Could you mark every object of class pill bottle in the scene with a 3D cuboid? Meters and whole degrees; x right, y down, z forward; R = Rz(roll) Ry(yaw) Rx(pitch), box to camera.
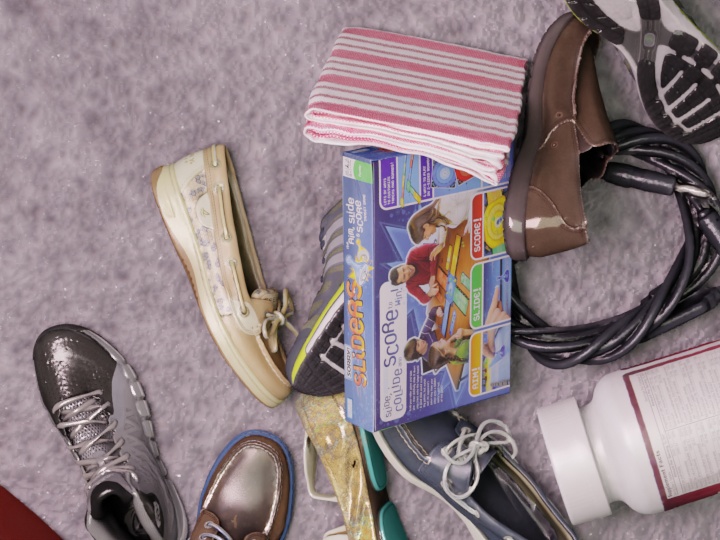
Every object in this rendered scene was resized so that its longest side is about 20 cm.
[{"bbox_3d":[0.238,0.115,1.671,0.199,0.110,0.110,-18,94,5],"label":"pill bottle"}]

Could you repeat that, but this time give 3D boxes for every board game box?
[{"bbox_3d":[0.049,0.004,1.632,0.135,0.034,0.201,-13,110,-37],"label":"board game box"}]

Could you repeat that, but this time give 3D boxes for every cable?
[{"bbox_3d":[0.175,-0.018,1.693,0.199,0.051,0.164,-25,93,6],"label":"cable"}]

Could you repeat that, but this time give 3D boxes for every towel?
[{"bbox_3d":[0.042,-0.123,1.625,0.146,0.200,0.030,12,116,3],"label":"towel"}]

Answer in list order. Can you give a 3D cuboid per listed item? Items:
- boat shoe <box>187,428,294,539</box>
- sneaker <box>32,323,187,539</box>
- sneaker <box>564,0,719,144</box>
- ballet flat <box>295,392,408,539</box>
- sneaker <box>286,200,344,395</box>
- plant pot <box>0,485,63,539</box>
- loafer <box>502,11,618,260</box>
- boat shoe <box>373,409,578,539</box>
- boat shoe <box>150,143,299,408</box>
[{"bbox_3d":[-0.100,0.220,1.717,0.072,0.072,0.201,17,96,1],"label":"boat shoe"},{"bbox_3d":[-0.189,0.134,1.693,0.075,0.115,0.201,-28,93,5],"label":"sneaker"},{"bbox_3d":[0.215,-0.178,1.660,0.074,0.081,0.200,-29,117,18],"label":"sneaker"},{"bbox_3d":[-0.004,0.178,1.715,0.070,0.071,0.201,-15,91,4],"label":"ballet flat"},{"bbox_3d":[0.000,0.000,1.681,0.074,0.081,0.200,35,82,-41],"label":"sneaker"},{"bbox_3d":[-0.295,0.270,1.681,0.176,0.200,0.200,29,96,-11],"label":"plant pot"},{"bbox_3d":[0.154,-0.094,1.648,0.071,0.073,0.201,8,68,13],"label":"loafer"},{"bbox_3d":[0.084,0.151,1.691,0.200,0.062,0.075,51,53,-3],"label":"boat shoe"},{"bbox_3d":[-0.091,0.005,1.698,0.063,0.073,0.201,-25,92,8],"label":"boat shoe"}]
